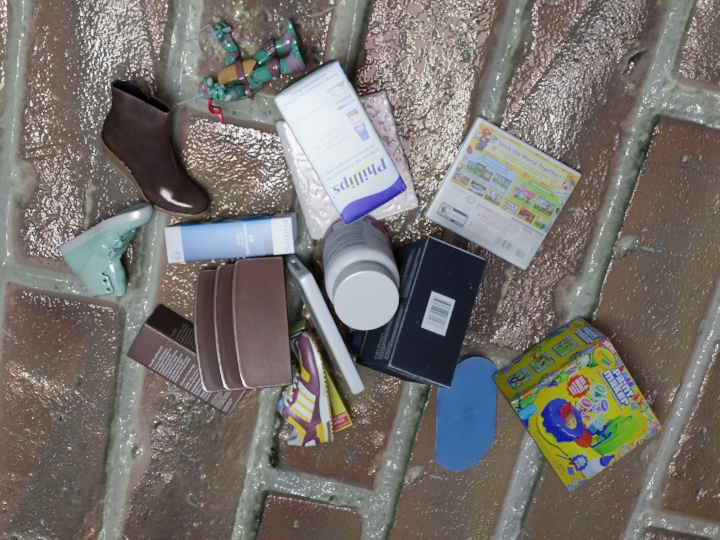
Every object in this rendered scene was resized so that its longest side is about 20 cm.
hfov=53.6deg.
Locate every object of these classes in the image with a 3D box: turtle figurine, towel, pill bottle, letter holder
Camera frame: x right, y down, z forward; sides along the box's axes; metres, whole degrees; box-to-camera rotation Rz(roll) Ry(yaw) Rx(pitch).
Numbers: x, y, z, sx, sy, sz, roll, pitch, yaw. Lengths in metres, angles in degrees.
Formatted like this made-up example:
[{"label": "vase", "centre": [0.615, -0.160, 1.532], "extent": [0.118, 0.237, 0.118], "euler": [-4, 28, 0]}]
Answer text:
[{"label": "turtle figurine", "centre": [-0.184, -0.307, 1.083], "extent": [0.198, 0.101, 0.151], "euler": [-20, 65, 3]}, {"label": "towel", "centre": [-0.020, -0.170, 1.156], "extent": [0.189, 0.032, 0.202], "euler": [-17, 106, 3]}, {"label": "pill bottle", "centre": [0.000, 0.000, 1.094], "extent": [0.112, 0.201, 0.115], "euler": [-2, 117, -4]}, {"label": "letter holder", "centre": [-0.191, 0.088, 1.135], "extent": [0.140, 0.100, 0.203], "euler": [-3, 81, -17]}]

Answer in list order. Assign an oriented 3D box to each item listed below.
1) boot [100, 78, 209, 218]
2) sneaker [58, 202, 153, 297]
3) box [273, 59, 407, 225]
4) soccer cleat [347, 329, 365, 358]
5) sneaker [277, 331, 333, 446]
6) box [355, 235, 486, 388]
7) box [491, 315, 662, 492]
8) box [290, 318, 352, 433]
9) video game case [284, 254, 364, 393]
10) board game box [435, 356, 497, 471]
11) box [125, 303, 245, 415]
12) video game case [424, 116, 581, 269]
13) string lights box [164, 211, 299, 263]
[{"label": "boot", "centre": [-0.307, -0.179, 1.090], "extent": [0.199, 0.073, 0.167], "euler": [32, 140, -3]}, {"label": "sneaker", "centre": [-0.385, -0.028, 1.152], "extent": [0.199, 0.074, 0.119], "euler": [-24, 102, 28]}, {"label": "box", "centre": [-0.031, -0.192, 1.037], "extent": [0.104, 0.184, 0.201], "euler": [-28, 107, 5]}, {"label": "soccer cleat", "centre": [0.071, 0.149, 1.243], "extent": [0.198, 0.065, 0.084], "euler": [22, 142, -16]}, {"label": "sneaker", "centre": [-0.098, 0.202, 1.186], "extent": [0.089, 0.075, 0.203], "euler": [-9, 105, -4]}, {"label": "box", "centre": [0.090, 0.067, 1.111], "extent": [0.103, 0.182, 0.202], "euler": [21, 80, -14]}, {"label": "box", "centre": [0.366, 0.225, 1.223], "extent": [0.192, 0.122, 0.201], "euler": [-35, 104, 3]}, {"label": "box", "centre": [-0.085, 0.190, 1.247], "extent": [0.074, 0.050, 0.202], "euler": [-23, 105, 5]}, {"label": "video game case", "centre": [-0.061, 0.080, 1.141], "extent": [0.023, 0.182, 0.202], "euler": [-26, 105, -8]}, {"label": "board game box", "centre": [0.174, 0.247, 1.249], "extent": [0.157, 0.039, 0.203], "euler": [-7, 102, -40]}, {"label": "box", "centre": [-0.284, 0.150, 1.206], "extent": [0.199, 0.100, 0.075], "euler": [35, 103, -10]}, {"label": "video game case", "centre": [0.234, -0.125, 1.179], "extent": [0.198, 0.023, 0.183], "euler": [27, 104, -7]}, {"label": "string lights box", "centre": [-0.202, -0.054, 1.147], "extent": [0.197, 0.103, 0.060], "euler": [-5, 99, 0]}]
